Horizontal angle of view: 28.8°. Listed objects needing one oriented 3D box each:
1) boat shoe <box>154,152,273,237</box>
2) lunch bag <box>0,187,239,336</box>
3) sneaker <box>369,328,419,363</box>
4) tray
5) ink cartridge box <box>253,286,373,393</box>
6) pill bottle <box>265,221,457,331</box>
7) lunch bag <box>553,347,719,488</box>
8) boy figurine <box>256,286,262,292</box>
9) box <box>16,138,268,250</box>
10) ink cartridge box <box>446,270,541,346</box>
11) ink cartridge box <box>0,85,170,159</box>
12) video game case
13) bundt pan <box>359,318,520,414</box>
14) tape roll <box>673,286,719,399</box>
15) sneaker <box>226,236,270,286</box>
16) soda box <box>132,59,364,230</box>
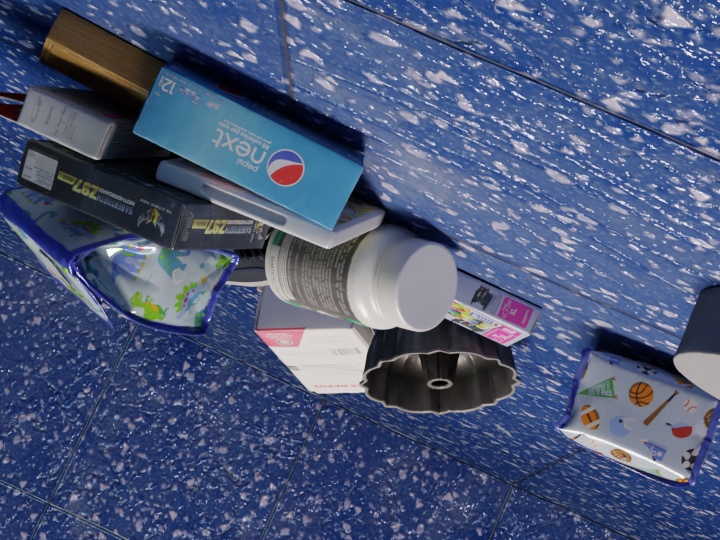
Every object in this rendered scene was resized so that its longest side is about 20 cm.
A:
[{"bbox_3d":[-0.173,-0.106,1.526,0.199,0.075,0.066,35,140,-5],"label":"boat shoe"},{"bbox_3d":[-0.258,-0.021,1.456,0.200,0.128,0.170,18,-170,-45],"label":"lunch bag"},{"bbox_3d":[0.066,0.090,1.892,0.200,0.077,0.085,35,172,-36],"label":"sneaker"},{"bbox_3d":[-0.207,-0.176,1.345,0.200,0.037,0.099,28,168,-13],"label":"tray"},{"bbox_3d":[-0.037,0.091,1.924,0.146,0.083,0.200,-3,151,21],"label":"ink cartridge box"},{"bbox_3d":[0.000,0.000,1.511,0.200,0.113,0.113,14,165,45],"label":"pill bottle"},{"bbox_3d":[0.321,0.168,1.602,0.170,0.124,0.200,22,-178,13],"label":"lunch bag"},{"bbox_3d":[-0.097,0.034,2.001,0.124,0.065,0.200,5,156,46],"label":"boy figurine"},{"bbox_3d":[-0.208,-0.074,1.372,0.200,0.051,0.158,23,-167,25],"label":"box"},{"bbox_3d":[0.099,0.026,1.617,0.200,0.042,0.119,27,168,-2],"label":"ink cartridge box"},{"bbox_3d":[-0.293,-0.163,1.405,0.173,0.044,0.200,25,-170,8],"label":"ink cartridge box"},{"bbox_3d":[-0.083,-0.075,1.383,0.182,0.023,0.200,22,-168,11],"label":"video game case"},{"bbox_3d":[0.098,0.110,1.766,0.202,0.076,0.202,-1,152,0],"label":"bundt pan"},{"bbox_3d":[0.380,0.087,1.230,0.200,0.066,0.200,25,169,5],"label":"tape roll"},{"bbox_3d":[-0.142,-0.029,1.624,0.202,0.077,0.146,-10,168,-12],"label":"sneaker"},{"bbox_3d":[-0.099,-0.115,1.268,0.200,0.068,0.064,26,-167,-6],"label":"soda box"}]
